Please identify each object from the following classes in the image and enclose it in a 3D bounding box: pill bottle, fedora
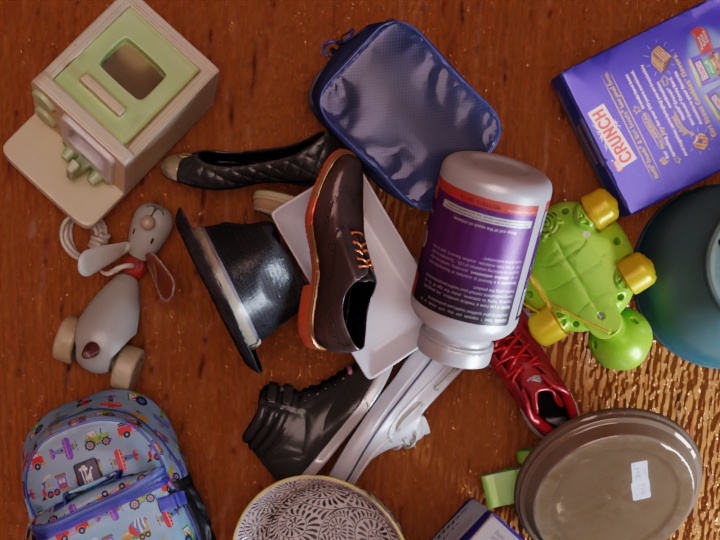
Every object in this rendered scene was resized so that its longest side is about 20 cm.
[{"bbox_3d":[0.114,-0.010,1.408,0.112,0.113,0.201,13,108,0],"label":"pill bottle"},{"bbox_3d":[-0.111,0.005,1.438,0.091,0.201,0.202,-27,88,-6],"label":"fedora"}]

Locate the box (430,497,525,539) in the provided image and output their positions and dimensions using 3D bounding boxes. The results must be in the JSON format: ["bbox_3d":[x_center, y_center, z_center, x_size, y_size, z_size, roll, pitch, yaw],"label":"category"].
[{"bbox_3d":[0.153,0.329,1.424,0.184,0.200,0.105,42,85,1],"label":"box"}]

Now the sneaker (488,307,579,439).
[{"bbox_3d":[0.170,0.090,1.480,0.078,0.116,0.200,-39,88,-3],"label":"sneaker"}]

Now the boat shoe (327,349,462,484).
[{"bbox_3d":[0.044,0.154,1.494,0.067,0.074,0.201,35,86,2],"label":"boat shoe"}]

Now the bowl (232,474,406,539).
[{"bbox_3d":[-0.024,0.295,1.462,0.199,0.094,0.203,4,100,22],"label":"bowl"}]

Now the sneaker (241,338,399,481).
[{"bbox_3d":[-0.047,0.131,1.495,0.099,0.071,0.200,38,91,-4],"label":"sneaker"}]

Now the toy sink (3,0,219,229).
[{"bbox_3d":[-0.260,-0.165,1.467,0.130,0.112,0.200,42,74,2],"label":"toy sink"}]

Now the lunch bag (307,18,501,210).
[{"bbox_3d":[0.036,-0.167,1.482,0.136,0.132,0.200,-44,100,-1],"label":"lunch bag"}]

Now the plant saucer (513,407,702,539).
[{"bbox_3d":[0.257,0.228,1.464,0.198,0.030,0.201,-3,121,-5],"label":"plant saucer"}]

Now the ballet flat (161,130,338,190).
[{"bbox_3d":[-0.115,-0.119,1.496,0.198,0.067,0.057,-2,118,14],"label":"ballet flat"}]

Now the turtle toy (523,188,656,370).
[{"bbox_3d":[0.236,0.015,1.490,0.145,0.101,0.201,-31,87,12],"label":"turtle toy"}]

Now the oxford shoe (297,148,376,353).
[{"bbox_3d":[-0.010,-0.018,1.405,0.072,0.071,0.202,9,98,41],"label":"oxford shoe"}]

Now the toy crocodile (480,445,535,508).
[{"bbox_3d":[0.227,0.215,1.501,0.198,0.062,0.068,-8,87,-1],"label":"toy crocodile"}]

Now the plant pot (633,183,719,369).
[{"bbox_3d":[0.396,0.002,1.454,0.198,0.188,0.202,0,87,-2],"label":"plant pot"}]

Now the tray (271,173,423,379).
[{"bbox_3d":[0.000,0.000,1.466,0.107,0.022,0.201,-32,97,-9],"label":"tray"}]

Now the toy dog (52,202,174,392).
[{"bbox_3d":[-0.257,0.027,1.484,0.131,0.096,0.202,1,87,-1],"label":"toy dog"}]

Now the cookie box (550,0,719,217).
[{"bbox_3d":[0.330,-0.175,1.518,0.199,0.075,0.172,-26,88,-3],"label":"cookie box"}]

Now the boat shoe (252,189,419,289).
[{"bbox_3d":[-0.030,-0.023,1.504,0.199,0.071,0.065,26,86,-1],"label":"boat shoe"}]

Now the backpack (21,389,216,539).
[{"bbox_3d":[-0.258,0.229,1.448,0.181,0.135,0.201,-18,92,-2],"label":"backpack"}]
